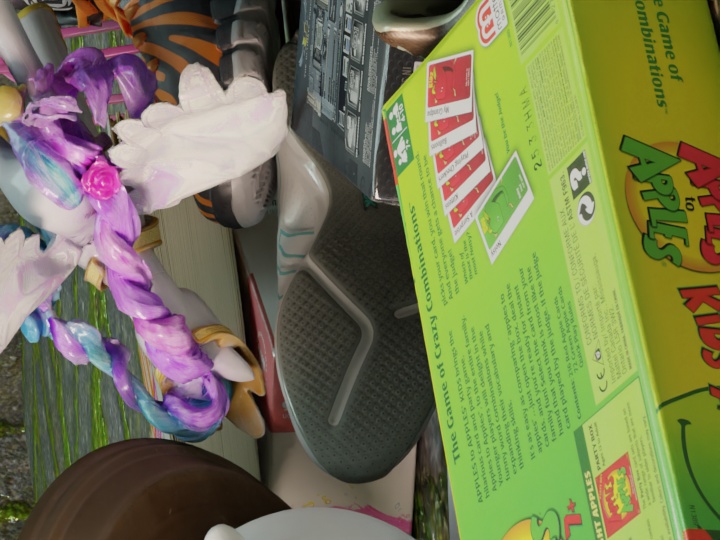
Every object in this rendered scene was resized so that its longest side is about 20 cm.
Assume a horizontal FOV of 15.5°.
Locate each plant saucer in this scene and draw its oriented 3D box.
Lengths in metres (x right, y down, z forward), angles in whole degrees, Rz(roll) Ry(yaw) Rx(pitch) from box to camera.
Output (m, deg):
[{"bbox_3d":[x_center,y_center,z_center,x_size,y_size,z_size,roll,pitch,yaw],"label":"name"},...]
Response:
[{"bbox_3d":[-0.054,0.157,0.978,0.029,0.200,0.201,-20,69,34],"label":"plant saucer"}]

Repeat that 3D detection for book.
[{"bbox_3d":[-0.074,0.047,1.156,0.134,0.048,0.201,98,163,-57],"label":"book"}]

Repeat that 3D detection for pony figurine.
[{"bbox_3d":[-0.107,-0.032,0.983,0.200,0.166,0.193,54,180,18],"label":"pony figurine"}]

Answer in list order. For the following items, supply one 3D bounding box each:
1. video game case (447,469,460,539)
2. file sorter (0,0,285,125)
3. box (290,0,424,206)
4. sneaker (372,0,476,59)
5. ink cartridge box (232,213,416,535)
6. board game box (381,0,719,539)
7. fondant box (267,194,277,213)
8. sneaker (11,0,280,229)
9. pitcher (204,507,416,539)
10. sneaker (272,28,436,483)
[{"bbox_3d":[0.058,0.049,0.859,0.200,0.024,0.183,-138,45,-74],"label":"video game case"},{"bbox_3d":[-0.121,-0.153,1.275,0.200,0.125,0.140,32,-129,-75],"label":"file sorter"},{"bbox_3d":[0.020,-0.130,0.864,0.158,0.051,0.201,-137,51,-74],"label":"box"},{"bbox_3d":[0.042,-0.147,0.733,0.070,0.075,0.201,-119,27,-65],"label":"sneaker"},{"bbox_3d":[-0.021,0.088,1.165,0.117,0.067,0.201,-112,21,-57],"label":"ink cartridge box"},{"bbox_3d":[0.062,0.020,0.693,0.102,0.047,0.201,-47,45,51],"label":"board game box"},{"bbox_3d":[-0.056,0.062,1.366,0.144,0.058,0.201,132,134,-75],"label":"fondant box"},{"bbox_3d":[-0.091,-0.101,1.112,0.078,0.112,0.201,78,-174,-58],"label":"sneaker"},{"bbox_3d":[-0.020,0.137,0.854,0.172,0.121,0.200,62,-177,-20],"label":"pitcher"},{"bbox_3d":[0.000,0.000,1.053,0.080,0.070,0.201,94,175,-58],"label":"sneaker"}]
